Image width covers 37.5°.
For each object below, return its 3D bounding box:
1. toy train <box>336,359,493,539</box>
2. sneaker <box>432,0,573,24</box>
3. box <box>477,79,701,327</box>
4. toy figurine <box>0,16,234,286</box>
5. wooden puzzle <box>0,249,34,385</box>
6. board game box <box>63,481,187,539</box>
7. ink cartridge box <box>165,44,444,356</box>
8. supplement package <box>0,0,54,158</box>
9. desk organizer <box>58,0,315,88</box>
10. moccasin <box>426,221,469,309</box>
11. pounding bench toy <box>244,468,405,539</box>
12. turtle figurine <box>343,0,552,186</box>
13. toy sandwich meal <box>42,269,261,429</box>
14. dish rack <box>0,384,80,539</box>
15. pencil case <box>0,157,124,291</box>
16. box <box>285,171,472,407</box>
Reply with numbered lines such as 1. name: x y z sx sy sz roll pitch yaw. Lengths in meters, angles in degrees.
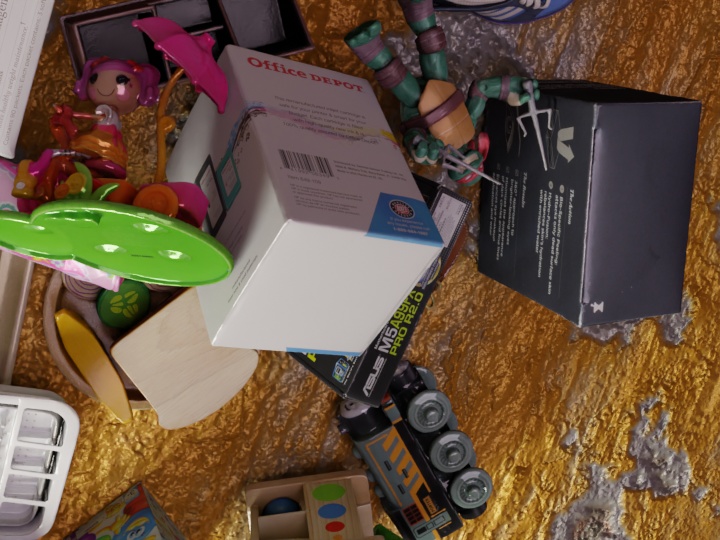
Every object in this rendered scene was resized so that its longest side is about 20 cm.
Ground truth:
1. toy train: 0.057 0.189 1.089 0.113 0.085 0.201 -30 113 -2
2. sneaker: 0.141 -0.265 0.961 0.198 0.146 0.082 2 104 -22
3. box: 0.209 -0.073 1.011 0.116 0.200 0.199 -5 106 -20
4. toy figurine: -0.176 -0.102 0.805 0.198 0.150 0.186 4 70 14
5. wooden puzzle: -0.387 0.039 0.891 0.198 0.037 0.187 10 100 -24
6. board game box: -0.193 0.298 0.948 0.103 0.200 0.105 -36 114 -9
7. ink cartridge box: -0.054 -0.056 0.876 0.145 0.201 0.146 8 135 -33
8. supplement package: -0.336 -0.210 0.784 0.198 0.147 0.193 14 99 -25
9. desk organizer: -0.145 -0.201 0.902 0.198 0.077 0.072 -18 110 -17
10. moccasin: 0.033 0.021 1.032 0.201 0.078 0.074 -42 115 -7
11. pounding bench toy: -0.006 0.278 1.026 0.198 0.156 0.126 -7 108 -4
12. turtle figurine: 0.073 -0.139 0.919 0.150 0.100 0.201 -46 111 -34
13. toy sandwich meal: -0.186 0.050 0.956 0.203 0.070 0.208 -6 106 -20
14. dish rack: -0.354 0.157 0.913 0.198 0.044 0.173 9 121 -24
15. pencil case: -0.274 -0.050 0.866 0.198 0.087 0.088 18 97 -12
16. box: 0.000 0.000 0.967 0.044 0.160 0.202 21 97 -38
